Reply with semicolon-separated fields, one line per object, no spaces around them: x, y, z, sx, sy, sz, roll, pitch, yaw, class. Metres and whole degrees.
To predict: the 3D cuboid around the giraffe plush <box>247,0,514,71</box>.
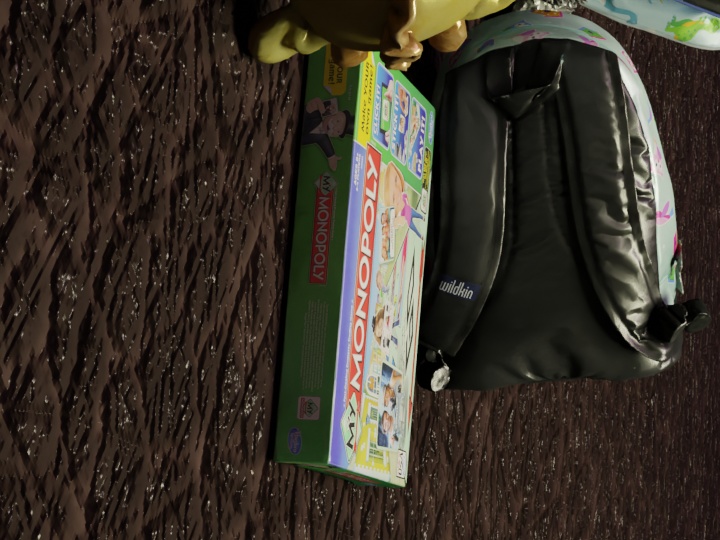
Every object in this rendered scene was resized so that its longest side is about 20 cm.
0.012;-0.156;0.743;0.162;0.172;0.200;71;35;-66;giraffe plush

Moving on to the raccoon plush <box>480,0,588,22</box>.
0.151;-0.180;1.080;0.134;0.200;0.097;79;18;-66;raccoon plush

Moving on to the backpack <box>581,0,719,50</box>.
0.224;-0.267;1.363;0.200;0.183;0.147;-68;177;-50;backpack

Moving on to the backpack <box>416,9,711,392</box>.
0.097;-0.042;1.043;0.127;0.167;0.200;-98;-179;-72;backpack

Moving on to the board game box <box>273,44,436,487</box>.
0.000;0.000;0.907;0.135;0.029;0.200;34;60;-71;board game box
